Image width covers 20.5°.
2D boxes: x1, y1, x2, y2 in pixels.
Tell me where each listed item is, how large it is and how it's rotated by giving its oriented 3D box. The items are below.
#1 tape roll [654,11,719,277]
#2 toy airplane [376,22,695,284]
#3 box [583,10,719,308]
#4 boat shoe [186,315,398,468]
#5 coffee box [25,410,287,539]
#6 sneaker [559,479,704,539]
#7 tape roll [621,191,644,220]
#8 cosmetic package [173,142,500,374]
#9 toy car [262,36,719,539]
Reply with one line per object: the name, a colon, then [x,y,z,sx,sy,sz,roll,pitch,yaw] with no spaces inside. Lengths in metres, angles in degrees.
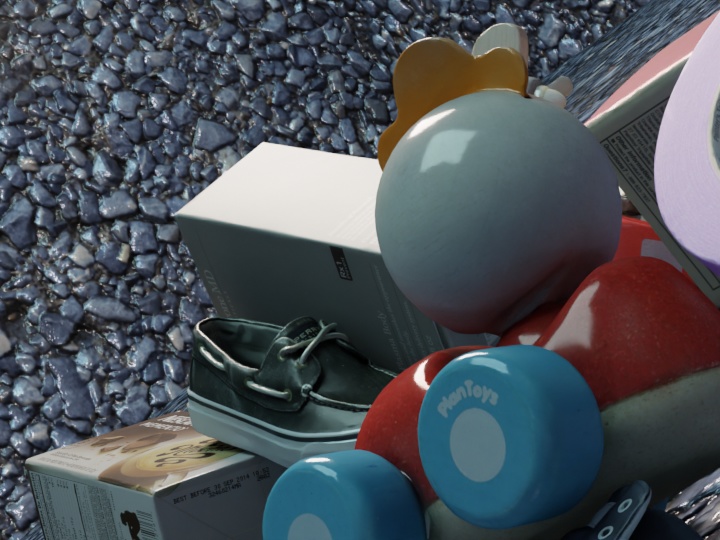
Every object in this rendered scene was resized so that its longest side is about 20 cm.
tape roll: [0.222,-0.070,0.847,0.200,0.066,0.200,-36,34,30]
toy airplane: [0.076,-0.017,1.182,0.199,0.200,0.141,-39,-8,10]
box: [0.238,-0.090,1.040,0.200,0.128,0.109,-34,6,45]
boat shoe: [-0.031,0.061,1.064,0.200,0.071,0.072,4,19,45]
coffee box: [-0.104,0.139,1.163,0.113,0.080,0.200,-17,8,-28]
sneaker: [0.067,0.132,0.620,0.108,0.070,0.200,-40,1,14]
tape roll: [0.182,-0.023,1.407,0.203,0.037,0.203,-39,4,4]
cosmetic package: [0.000,0.000,1.108,0.200,0.107,0.090,7,40,45]
toy car: [0.050,0.010,0.771,0.184,0.200,0.177,-4,-24,-45]
